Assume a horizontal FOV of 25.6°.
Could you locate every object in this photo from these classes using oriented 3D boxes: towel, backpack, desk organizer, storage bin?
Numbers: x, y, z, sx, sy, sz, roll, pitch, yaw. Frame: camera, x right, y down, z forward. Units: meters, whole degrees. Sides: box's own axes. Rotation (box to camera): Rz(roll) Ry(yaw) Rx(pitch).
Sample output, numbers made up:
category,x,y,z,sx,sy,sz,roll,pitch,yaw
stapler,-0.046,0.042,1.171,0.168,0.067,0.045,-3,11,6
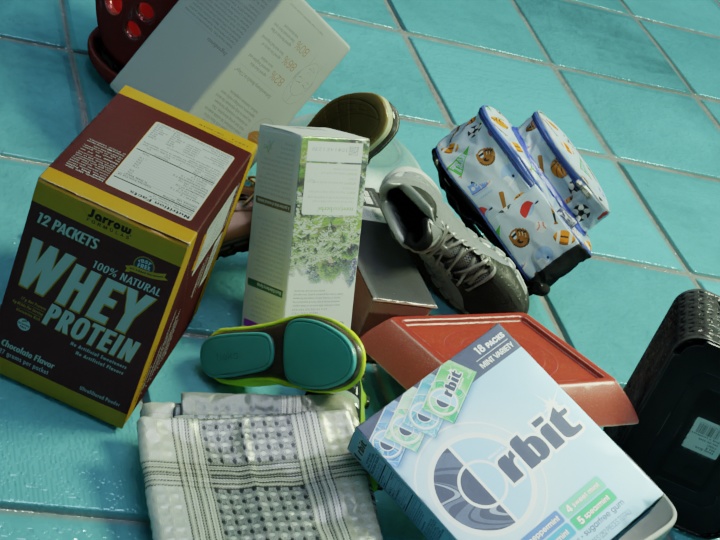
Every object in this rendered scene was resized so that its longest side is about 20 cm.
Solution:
category,x,y,z,sx,sy,sz,roll,pitch,yaw
towel,-0.079,0.174,1.267,0.191,0.035,0.201,-1,45,-15
backpack,0.167,-0.086,1.677,0.190,0.154,0.200,45,6,-5
desk organizer,0.000,0.000,1.594,0.071,0.077,0.200,7,35,-27
storage bin,0.321,0.136,1.483,0.135,0.201,0.094,23,31,-1

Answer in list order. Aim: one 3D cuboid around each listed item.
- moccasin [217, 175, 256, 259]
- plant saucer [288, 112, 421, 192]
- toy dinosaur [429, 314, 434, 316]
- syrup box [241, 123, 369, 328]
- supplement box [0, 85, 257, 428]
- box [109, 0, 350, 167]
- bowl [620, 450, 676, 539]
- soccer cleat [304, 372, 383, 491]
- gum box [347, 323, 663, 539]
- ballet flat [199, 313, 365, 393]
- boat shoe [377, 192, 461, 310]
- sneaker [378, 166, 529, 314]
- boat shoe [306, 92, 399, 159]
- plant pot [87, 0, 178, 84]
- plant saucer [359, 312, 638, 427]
category,x,y,z,sx,sy,sz,roll,pitch,yaw
moccasin,-0.115,-0.057,1.545,0.200,0.074,0.078,-18,80,-18
plant saucer,-0.006,-0.135,1.832,0.200,0.039,0.201,18,32,-11
toy dinosaur,0.126,0.083,1.588,0.200,0.048,0.088,38,40,27
syrup box,-0.053,-0.031,1.481,0.078,0.201,0.081,-1,12,-34
supplement box,-0.204,-0.015,1.364,0.132,0.198,0.200,24,30,1
box,-0.135,-0.215,1.667,0.106,0.200,0.152,43,3,28
bowl,0.155,0.202,1.397,0.199,0.075,0.200,-10,44,-44
soccer cleat,-0.034,0.133,1.385,0.081,0.068,0.200,9,36,-17
gum box,0.117,0.164,1.291,0.170,0.045,0.200,-34,71,-29
ballet flat,-0.055,0.072,1.387,0.199,0.067,0.067,-2,-4,42
boat shoe,0.090,-0.026,1.698,0.200,0.073,0.065,42,39,26
sneaker,0.083,-0.014,1.556,0.200,0.075,0.115,46,13,3
boat shoe,-0.021,-0.130,1.667,0.065,0.200,0.074,8,70,-39
plant pot,-0.208,-0.291,1.792,0.199,0.183,0.201,17,31,-10
plant saucer,0.127,0.087,1.458,0.199,0.037,0.200,-1,23,-29
